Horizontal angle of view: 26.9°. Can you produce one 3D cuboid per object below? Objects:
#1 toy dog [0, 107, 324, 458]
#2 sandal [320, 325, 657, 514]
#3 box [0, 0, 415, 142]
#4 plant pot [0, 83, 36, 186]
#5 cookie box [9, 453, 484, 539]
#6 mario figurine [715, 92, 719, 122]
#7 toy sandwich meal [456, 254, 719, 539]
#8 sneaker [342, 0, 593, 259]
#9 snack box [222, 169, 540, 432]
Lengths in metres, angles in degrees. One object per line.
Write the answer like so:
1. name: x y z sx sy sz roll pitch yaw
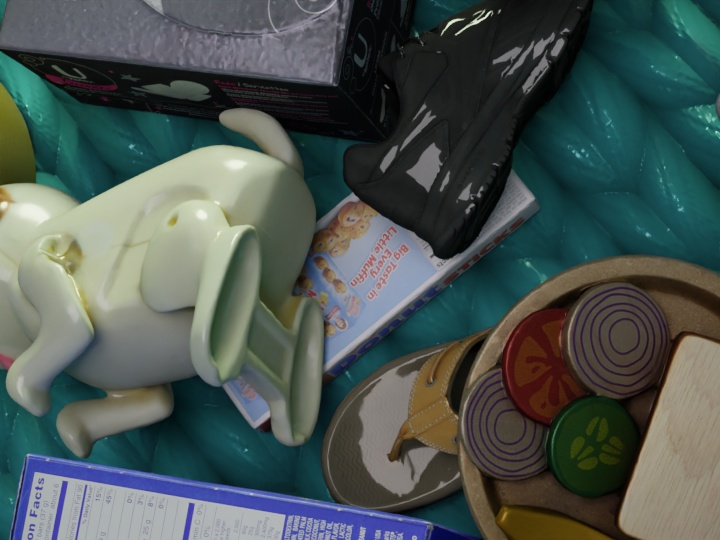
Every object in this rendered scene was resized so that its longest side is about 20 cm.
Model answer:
1. toy dog: -0.132 -0.001 0.793 0.199 0.140 0.195 -1 75 20
2. sandal: 0.068 0.067 0.791 0.199 0.054 0.081 -21 75 10
3. box: -0.079 -0.158 0.839 0.199 0.115 0.133 9 83 15
4. plant pot: -0.295 -0.063 0.840 0.199 0.142 0.201 0 79 0
5. cookie box: -0.049 0.149 0.747 0.199 0.171 0.076 7 78 16
6. mario figurine: 0.251 -0.062 0.736 0.106 0.123 0.201 -31 78 30
7. toy sandwich meal: 0.147 0.087 0.736 0.204 0.070 0.206 0 87 -4
8. sneaker: 0.060 -0.108 0.795 0.091 0.076 0.200 28 70 10
9. snack box: 0.000 0.000 0.837 0.200 0.024 0.072 -39 73 5
